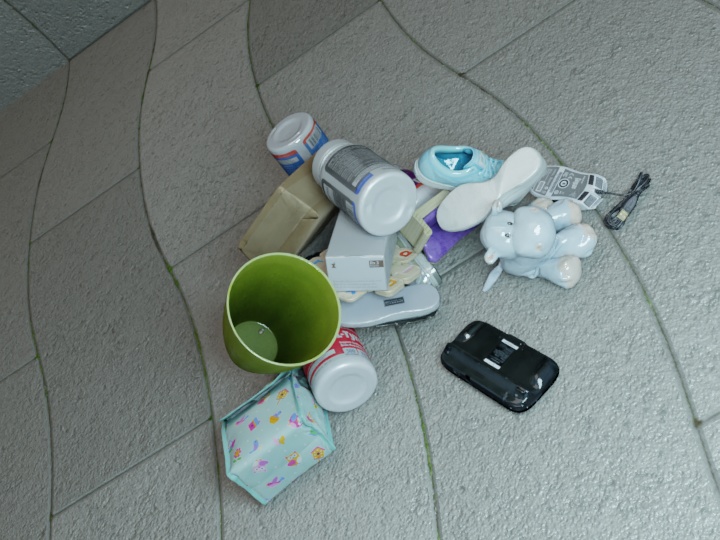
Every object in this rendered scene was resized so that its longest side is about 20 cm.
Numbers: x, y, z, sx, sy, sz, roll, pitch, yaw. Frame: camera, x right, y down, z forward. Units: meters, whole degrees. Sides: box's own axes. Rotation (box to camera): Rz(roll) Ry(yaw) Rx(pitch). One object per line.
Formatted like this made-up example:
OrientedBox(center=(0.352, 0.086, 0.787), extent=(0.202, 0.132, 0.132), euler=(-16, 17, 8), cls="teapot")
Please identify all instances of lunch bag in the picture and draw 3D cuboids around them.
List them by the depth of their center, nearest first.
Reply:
OrientedBox(center=(-0.146, 0.259, 1.497), extent=(0.170, 0.122, 0.200), euler=(-38, 32, 9), cls="lunch bag")

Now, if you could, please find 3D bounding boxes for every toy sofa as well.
OrientedBox(center=(0.168, -0.109, 1.542), extent=(0.200, 0.083, 0.098), euler=(-37, 79, -22), cls="toy sofa")

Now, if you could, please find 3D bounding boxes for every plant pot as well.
OrientedBox(center=(-0.151, 0.095, 1.462), extent=(0.200, 0.186, 0.188), euler=(-47, 19, 59), cls="plant pot")

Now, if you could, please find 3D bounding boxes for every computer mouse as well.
OrientedBox(center=(0.380, -0.131, 1.495), extent=(0.199, 0.044, 0.110), euler=(19, 72, 40), cls="computer mouse")

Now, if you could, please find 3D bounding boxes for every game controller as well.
OrientedBox(center=(0.215, 0.145, 1.384), extent=(0.104, 0.042, 0.200), euler=(-37, 38, -18), cls="game controller")

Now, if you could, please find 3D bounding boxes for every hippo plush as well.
OrientedBox(center=(0.261, -0.065, 1.410), extent=(0.199, 0.161, 0.160), euler=(-1, 69, 36), cls="hippo plush")

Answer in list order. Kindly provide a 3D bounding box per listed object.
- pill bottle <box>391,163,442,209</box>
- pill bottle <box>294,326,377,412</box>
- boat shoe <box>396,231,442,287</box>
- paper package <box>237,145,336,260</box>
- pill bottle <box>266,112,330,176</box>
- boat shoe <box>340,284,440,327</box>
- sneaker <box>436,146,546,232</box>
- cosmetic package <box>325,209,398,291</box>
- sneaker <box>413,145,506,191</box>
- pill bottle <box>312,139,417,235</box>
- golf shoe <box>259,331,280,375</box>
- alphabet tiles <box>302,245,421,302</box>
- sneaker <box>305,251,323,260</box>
OrientedBox(center=(0.078, -0.135, 1.679), extent=(0.113, 0.113, 0.200), euler=(-48, 40, -9), cls="pill bottle")
OrientedBox(center=(-0.053, 0.139, 1.533), extent=(0.112, 0.112, 0.200), euler=(-36, 40, 5), cls="pill bottle")
OrientedBox(center=(0.073, -0.022, 1.614), extent=(0.065, 0.075, 0.202), euler=(-38, 46, -4), cls="boat shoe")
OrientedBox(center=(-0.115, -0.112, 1.690), extent=(0.191, 0.103, 0.200), euler=(-49, 1, 38), cls="paper package")
OrientedBox(center=(-0.095, -0.217, 1.819), extent=(0.112, 0.200, 0.113), euler=(-22, 40, 20), cls="pill bottle")
OrientedBox(center=(0.037, 0.068, 1.504), extent=(0.199, 0.057, 0.069), euler=(-6, 59, 0), cls="boat shoe")
OrientedBox(center=(0.222, -0.120, 1.459), extent=(0.199, 0.088, 0.076), euler=(-32, 66, 16), cls="sneaker")
OrientedBox(center=(0.006, -0.045, 1.511), extent=(0.101, 0.074, 0.200), euler=(-1, 33, 11), cls="cosmetic package")
OrientedBox(center=(0.193, -0.168, 1.479), extent=(0.082, 0.199, 0.074), euler=(132, 138, -67), cls="sneaker")
OrientedBox(center=(0.001, -0.147, 1.500), extent=(0.114, 0.114, 0.200), euler=(-43, 39, -3), cls="pill bottle")
OrientedBox(center=(-0.167, 0.133, 1.648), extent=(0.075, 0.092, 0.200), euler=(-47, 39, -6), cls="golf shoe")
OrientedBox(center=(0.000, 0.000, 1.525), extent=(0.199, 0.015, 0.195), euler=(15, 35, 36), cls="alphabet tiles")
OrientedBox(center=(-0.101, 0.019, 1.711), extent=(0.199, 0.079, 0.075), euler=(-15, 22, 35), cls="sneaker")
